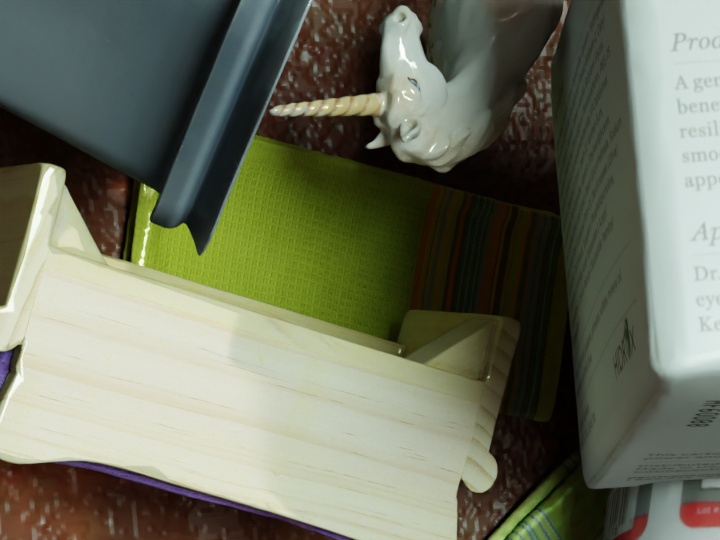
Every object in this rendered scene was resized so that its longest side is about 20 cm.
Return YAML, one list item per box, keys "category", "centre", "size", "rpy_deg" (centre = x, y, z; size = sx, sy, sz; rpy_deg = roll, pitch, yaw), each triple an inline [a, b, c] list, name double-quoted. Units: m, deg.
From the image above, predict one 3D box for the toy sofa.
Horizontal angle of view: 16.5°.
- category: "toy sofa"
  centre: [-0.051, 0.037, 0.872]
  size: [0.199, 0.083, 0.098]
  rpy_deg: [17, 83, -25]

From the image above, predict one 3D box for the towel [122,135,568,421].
- category: "towel"
  centre: [0.000, 0.000, 0.961]
  size: [0.199, 0.018, 0.087]
  rpy_deg: [14, 76, -31]

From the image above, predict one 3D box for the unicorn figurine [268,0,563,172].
- category: "unicorn figurine"
  centre: [0.044, -0.098, 0.913]
  size: [0.073, 0.200, 0.138]
  rpy_deg: [16, 87, 14]

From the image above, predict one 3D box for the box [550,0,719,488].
- category: "box"
  centre: [0.173, -0.029, 0.838]
  size: [0.198, 0.200, 0.172]
  rpy_deg: [-3, 76, -3]

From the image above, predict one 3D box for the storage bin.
- category: "storage bin"
  centre: [-0.071, -0.128, 0.822]
  size: [0.134, 0.146, 0.200]
  rpy_deg: [23, 39, -5]

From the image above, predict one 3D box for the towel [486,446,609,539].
- category: "towel"
  centre: [0.113, 0.181, 1.010]
  size: [0.144, 0.023, 0.200]
  rpy_deg: [-44, 108, -29]

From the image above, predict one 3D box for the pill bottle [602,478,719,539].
- category: "pill bottle"
  centre: [0.161, 0.048, 0.989]
  size: [0.114, 0.114, 0.201]
  rpy_deg: [28, 56, -28]
